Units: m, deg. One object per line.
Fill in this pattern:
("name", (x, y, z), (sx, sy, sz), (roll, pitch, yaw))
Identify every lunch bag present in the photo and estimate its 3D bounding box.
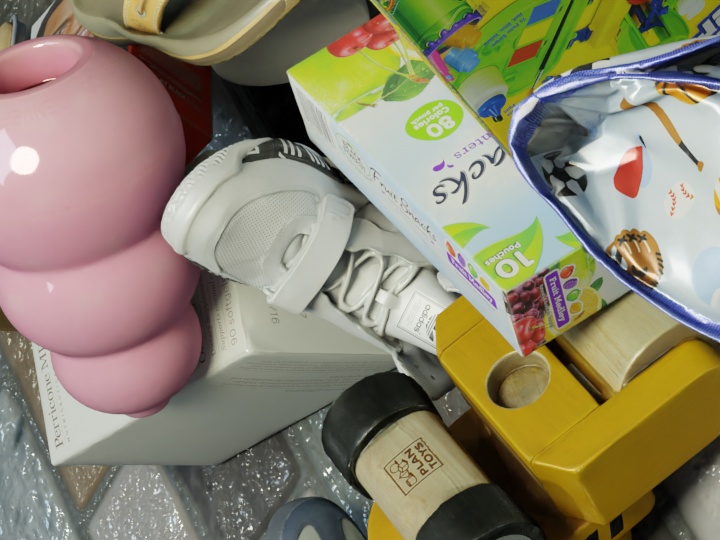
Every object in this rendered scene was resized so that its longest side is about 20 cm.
("lunch bag", (0.174, -0.034, 1.082), (0.200, 0.170, 0.124), (22, 104, 22))

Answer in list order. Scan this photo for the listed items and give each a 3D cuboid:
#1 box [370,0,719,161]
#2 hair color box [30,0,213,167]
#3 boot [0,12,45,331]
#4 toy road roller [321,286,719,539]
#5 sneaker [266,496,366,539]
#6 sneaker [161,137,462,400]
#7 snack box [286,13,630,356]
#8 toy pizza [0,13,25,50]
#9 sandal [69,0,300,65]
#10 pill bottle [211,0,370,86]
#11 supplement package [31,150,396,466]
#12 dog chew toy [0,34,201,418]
("box", (0.090, -0.170, 1.170), (0.200, 0.193, 0.122), (-42, 50, 3))
("hair color box", (-0.134, -0.105, 1.493), (0.102, 0.061, 0.200), (-45, 24, 21))
("boot", (-0.195, -0.065, 1.681), (0.200, 0.076, 0.156), (-52, 44, 48))
("toy road roller", (0.092, 0.089, 1.296), (0.200, 0.146, 0.123), (-39, 49, -2))
("sneaker", (0.016, 0.198, 1.402), (0.082, 0.070, 0.200), (-44, 64, 48))
("sneaker", (0.000, 0.000, 1.335), (0.115, 0.200, 0.075), (42, 108, 38))
("snack box", (0.076, -0.065, 1.285), (0.200, 0.142, 0.053), (47, 165, 42))
("toy pizza", (-0.245, -0.064, 1.705), (0.200, 0.032, 0.201), (-168, 90, -79))
("sandal", (-0.092, -0.150, 1.366), (0.200, 0.054, 0.080), (11, 61, 50))
("pill bottle", (-0.065, -0.208, 1.485), (0.120, 0.119, 0.200), (-41, 58, 42))
("supplement package", (-0.082, 0.025, 1.495), (0.200, 0.117, 0.117), (-31, 65, 47))
("dog chew toy", (-0.136, -0.015, 1.359), (0.124, 0.124, 0.200), (24, 138, 49))
